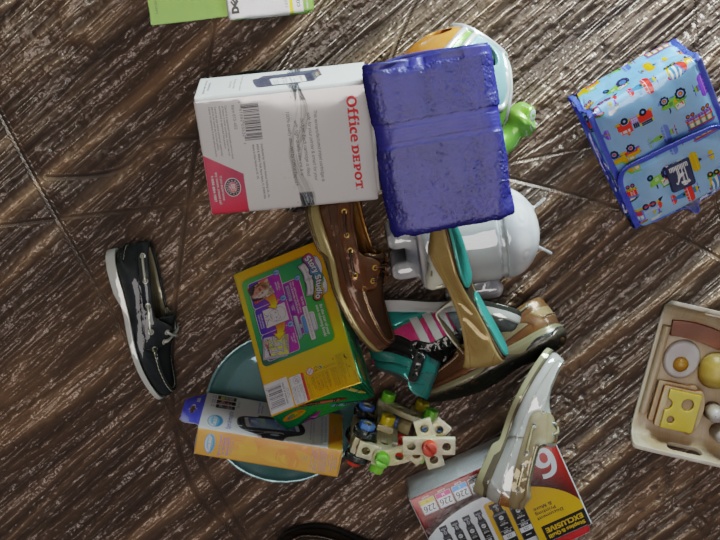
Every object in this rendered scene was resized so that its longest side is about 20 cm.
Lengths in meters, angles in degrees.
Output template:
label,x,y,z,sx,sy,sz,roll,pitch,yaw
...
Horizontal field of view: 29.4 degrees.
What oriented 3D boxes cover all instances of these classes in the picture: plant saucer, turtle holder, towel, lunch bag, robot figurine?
label,x,y,z,sx,sy,sz,roll,pitch,yaw
plant saucer,-0.098,0.172,1.757,0.199,0.036,0.201,0,103,-1
turtle holder,0.127,-0.207,1.626,0.185,0.141,0.132,28,84,0
towel,0.088,-0.146,1.536,0.147,0.050,0.201,-10,96,-1
lunch bag,0.368,-0.154,1.679,0.150,0.094,0.200,-28,114,4
robot figurine,0.132,-0.040,1.674,0.199,0.113,0.170,-8,116,1

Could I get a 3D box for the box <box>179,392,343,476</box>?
label,x,y,z,sx,sy,sz,roll,pitch,yaw
box,-0.121,0.199,1.683,0.199,0.119,0.042,8,105,-2

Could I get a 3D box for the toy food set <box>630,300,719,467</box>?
label,x,y,z,sx,sy,sz,roll,pitch,yaw
toy food set,0.438,0.147,1.749,0.143,0.060,0.201,12,102,-4

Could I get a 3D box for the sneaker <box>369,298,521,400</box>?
label,x,y,z,sx,sy,sz,roll,pitch,yaw
sneaker,0.096,0.098,1.681,0.199,0.084,0.121,-1,76,24

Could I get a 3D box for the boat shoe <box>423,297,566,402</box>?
label,x,y,z,sx,sy,sz,roll,pitch,yaw
boat shoe,0.161,0.100,1.735,0.200,0.076,0.074,-28,69,12

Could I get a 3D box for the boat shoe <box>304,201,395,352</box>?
label,x,y,z,sx,sy,sz,roll,pitch,yaw
boat shoe,0.000,0.000,1.649,0.067,0.072,0.201,-22,90,17

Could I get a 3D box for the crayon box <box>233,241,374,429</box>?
label,x,y,z,sx,sy,sz,roll,pitch,yaw
crayon box,-0.070,0.076,1.666,0.119,0.058,0.200,-21,64,9

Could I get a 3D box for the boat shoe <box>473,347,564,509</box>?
label,x,y,z,sx,sy,sz,roll,pitch,yaw
boat shoe,0.210,0.196,1.682,0.068,0.075,0.200,25,90,16

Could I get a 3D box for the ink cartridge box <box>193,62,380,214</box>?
label,x,y,z,sx,sy,sz,roll,pitch,yaw
ink cartridge box,-0.082,-0.154,1.596,0.199,0.084,0.145,-6,115,2

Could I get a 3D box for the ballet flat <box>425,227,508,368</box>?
label,x,y,z,sx,sy,sz,roll,pitch,yaw
ballet flat,0.109,0.027,1.599,0.063,0.069,0.200,-20,101,15

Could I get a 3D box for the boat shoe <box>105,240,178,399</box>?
label,x,y,z,sx,sy,sz,roll,pitch,yaw
boat shoe,-0.260,0.062,1.709,0.060,0.076,0.201,-16,103,8

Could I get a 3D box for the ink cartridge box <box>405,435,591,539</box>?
label,x,y,z,sx,sy,sz,roll,pitch,yaw
ink cartridge box,0.185,0.315,1.769,0.200,0.084,0.176,-25,102,4

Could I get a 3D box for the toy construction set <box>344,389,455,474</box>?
label,x,y,z,sx,sy,sz,roll,pitch,yaw
toy construction set,0.051,0.206,1.684,0.131,0.200,0.092,17,91,-5

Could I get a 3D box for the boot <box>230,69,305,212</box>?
label,x,y,z,sx,sy,sz,roll,pitch,yaw
boot,-0.089,-0.154,1.672,0.199,0.069,0.175,-1,111,6

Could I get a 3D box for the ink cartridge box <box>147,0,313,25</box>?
label,x,y,z,sx,sy,sz,roll,pitch,yaw
ink cartridge box,-0.161,-0.367,1.615,0.199,0.076,0.148,-7,103,-1

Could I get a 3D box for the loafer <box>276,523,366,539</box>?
label,x,y,z,sx,sy,sz,roll,pitch,yaw
loafer,-0.016,0.383,1.787,0.199,0.071,0.073,11,102,-4
